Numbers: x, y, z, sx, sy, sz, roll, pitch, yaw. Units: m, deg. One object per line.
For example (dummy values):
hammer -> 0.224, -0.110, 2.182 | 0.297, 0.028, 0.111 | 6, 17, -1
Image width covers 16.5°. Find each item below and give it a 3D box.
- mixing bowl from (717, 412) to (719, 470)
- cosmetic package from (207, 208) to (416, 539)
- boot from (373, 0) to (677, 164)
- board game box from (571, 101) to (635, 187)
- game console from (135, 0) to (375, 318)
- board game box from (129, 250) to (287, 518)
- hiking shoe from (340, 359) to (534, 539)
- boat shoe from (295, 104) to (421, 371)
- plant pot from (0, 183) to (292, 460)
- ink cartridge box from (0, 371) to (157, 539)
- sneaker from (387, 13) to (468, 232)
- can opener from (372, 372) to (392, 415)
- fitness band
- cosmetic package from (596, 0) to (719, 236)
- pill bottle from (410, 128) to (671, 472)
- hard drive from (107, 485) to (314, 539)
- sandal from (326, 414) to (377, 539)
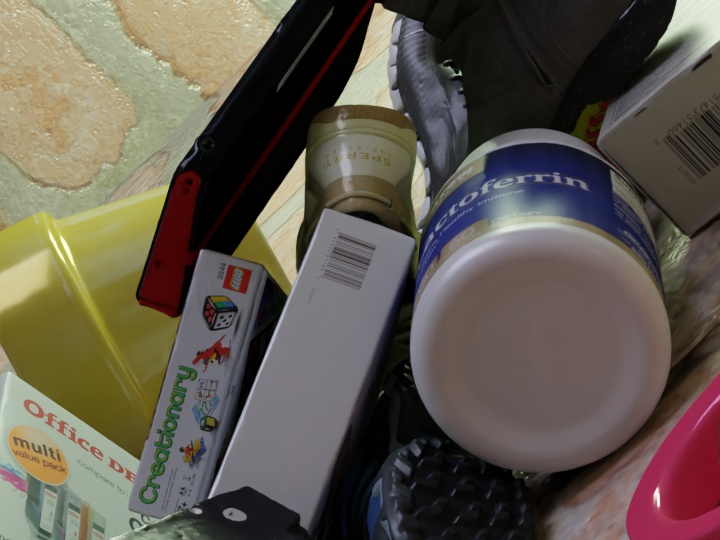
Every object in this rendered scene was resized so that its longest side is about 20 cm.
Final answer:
mixing bowl -> 0.180, 0.040, 0.731 | 0.200, 0.108, 0.200 | -42, 12, 11
cosmetic package -> -0.033, 0.094, 1.165 | 0.151, 0.052, 0.200 | 105, -174, -64
boot -> 0.059, -0.109, 1.277 | 0.200, 0.131, 0.070 | -53, 8, 24
board game box -> 0.112, -0.101, 1.431 | 0.047, 0.102, 0.200 | -22, 9, -8
game console -> -0.048, -0.081, 1.246 | 0.200, 0.031, 0.177 | -58, -7, -26
board game box -> -0.070, 0.066, 1.248 | 0.200, 0.034, 0.127 | 66, -141, -82
hiking shoe -> 0.030, 0.117, 1.122 | 0.200, 0.074, 0.087 | -82, 16, -72
boat shoe -> 0.003, 0.000, 1.239 | 0.201, 0.073, 0.063 | 92, -179, -56
plant pot -> -0.146, 0.029, 1.724 | 0.189, 0.201, 0.201 | -30, 11, -3
ink cartridge box -> -0.184, 0.186, 1.296 | 0.145, 0.145, 0.200 | -41, 26, 23
sneaker -> 0.067, -0.077, 1.414 | 0.090, 0.066, 0.201 | -31, 60, 52
can opener -> 0.058, 0.026, 1.328 | 0.200, 0.053, 0.067 | -43, 11, 17
fitness band -> 0.179, 0.040, 0.916 | 0.200, 0.037, 0.144 | -46, 9, -9
cosmetic package -> 0.193, -0.114, 1.289 | 0.103, 0.073, 0.200 | -39, 13, 30
pill bottle -> 0.083, 0.005, 1.160 | 0.116, 0.116, 0.200 | -42, 12, 15
hard drive -> -0.055, 0.149, 0.945 | 0.200, 0.139, 0.038 | -16, -54, -55
sandal -> -0.018, 0.125, 1.267 | 0.201, 0.048, 0.075 | -49, 12, -16
